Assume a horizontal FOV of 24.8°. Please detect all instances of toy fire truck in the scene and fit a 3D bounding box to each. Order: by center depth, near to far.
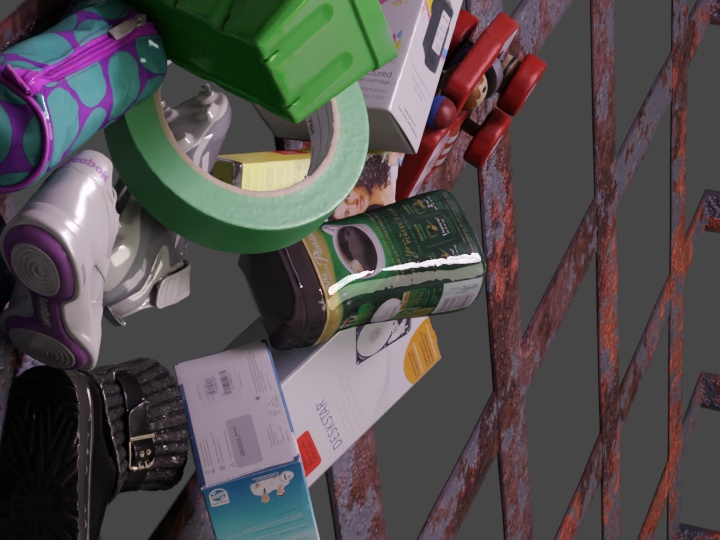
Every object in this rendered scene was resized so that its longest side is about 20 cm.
[{"bbox_3d":[0.097,-0.165,1.702,0.168,0.112,0.201,-53,176,-46],"label":"toy fire truck"}]

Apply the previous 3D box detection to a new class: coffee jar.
[{"bbox_3d":[0.000,0.000,1.387,0.198,0.105,0.085,-12,154,-27],"label":"coffee jar"}]

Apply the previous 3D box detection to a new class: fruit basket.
[{"bbox_3d":[-0.054,-0.223,1.154,0.156,0.214,0.217,64,41,-56],"label":"fruit basket"}]

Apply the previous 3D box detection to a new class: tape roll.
[{"bbox_3d":[-0.092,-0.114,1.231,0.048,0.199,0.202,-41,-159,56],"label":"tape roll"}]

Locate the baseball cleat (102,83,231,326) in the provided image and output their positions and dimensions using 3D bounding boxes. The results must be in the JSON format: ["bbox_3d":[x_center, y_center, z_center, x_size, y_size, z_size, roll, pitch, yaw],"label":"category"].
[{"bbox_3d":[-0.151,-0.045,1.262,0.201,0.069,0.107,-55,134,-29],"label":"baseball cleat"}]

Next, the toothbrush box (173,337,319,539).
[{"bbox_3d":[-0.086,0.184,1.356,0.147,0.084,0.201,-111,-173,-48],"label":"toothbrush box"}]

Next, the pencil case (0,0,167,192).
[{"bbox_3d":[-0.199,-0.119,1.066,0.092,0.085,0.200,-44,-174,28],"label":"pencil case"}]

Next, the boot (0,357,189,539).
[{"bbox_3d":[-0.198,0.169,1.223,0.158,0.079,0.213,12,87,-68],"label":"boot"}]

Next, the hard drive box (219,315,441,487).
[{"bbox_3d":[-0.030,0.085,1.509,0.200,0.077,0.156,-43,144,-17],"label":"hard drive box"}]

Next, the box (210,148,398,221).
[{"bbox_3d":[-0.053,-0.068,1.434,0.199,0.050,0.076,-10,108,-43],"label":"box"}]

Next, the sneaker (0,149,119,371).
[{"bbox_3d":[-0.190,-0.001,1.093,0.200,0.074,0.100,112,3,-58],"label":"sneaker"}]

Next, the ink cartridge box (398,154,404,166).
[{"bbox_3d":[0.018,-0.223,1.610,0.137,0.076,0.202,54,47,-60],"label":"ink cartridge box"}]

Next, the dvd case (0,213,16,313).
[{"bbox_3d":[-0.280,-0.015,1.030,0.201,0.017,0.143,75,33,-47],"label":"dvd case"}]

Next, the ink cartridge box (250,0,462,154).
[{"bbox_3d":[0.001,-0.218,1.473,0.083,0.144,0.202,51,51,-59],"label":"ink cartridge box"}]
